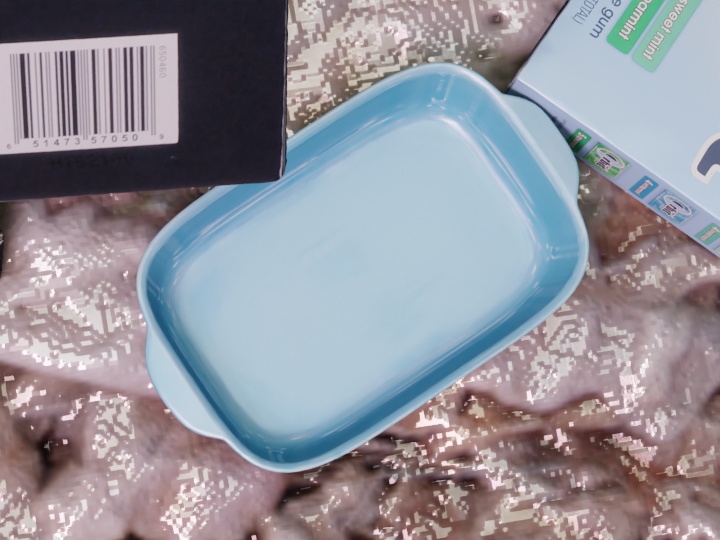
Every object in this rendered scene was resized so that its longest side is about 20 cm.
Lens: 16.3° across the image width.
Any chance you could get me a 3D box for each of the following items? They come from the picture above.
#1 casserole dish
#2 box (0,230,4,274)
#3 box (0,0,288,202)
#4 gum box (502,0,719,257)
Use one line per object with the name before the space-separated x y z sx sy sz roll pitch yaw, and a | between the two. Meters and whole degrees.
casserole dish | 0.000 0.000 1.040 0.200 0.039 0.121 -34 87 -12
box | -0.264 0.005 0.974 0.164 0.086 0.200 44 76 1
box | -0.113 -0.129 0.961 0.148 0.107 0.200 -5 41 -9
gum box | 0.188 -0.086 1.080 0.200 0.045 0.170 34 77 0
